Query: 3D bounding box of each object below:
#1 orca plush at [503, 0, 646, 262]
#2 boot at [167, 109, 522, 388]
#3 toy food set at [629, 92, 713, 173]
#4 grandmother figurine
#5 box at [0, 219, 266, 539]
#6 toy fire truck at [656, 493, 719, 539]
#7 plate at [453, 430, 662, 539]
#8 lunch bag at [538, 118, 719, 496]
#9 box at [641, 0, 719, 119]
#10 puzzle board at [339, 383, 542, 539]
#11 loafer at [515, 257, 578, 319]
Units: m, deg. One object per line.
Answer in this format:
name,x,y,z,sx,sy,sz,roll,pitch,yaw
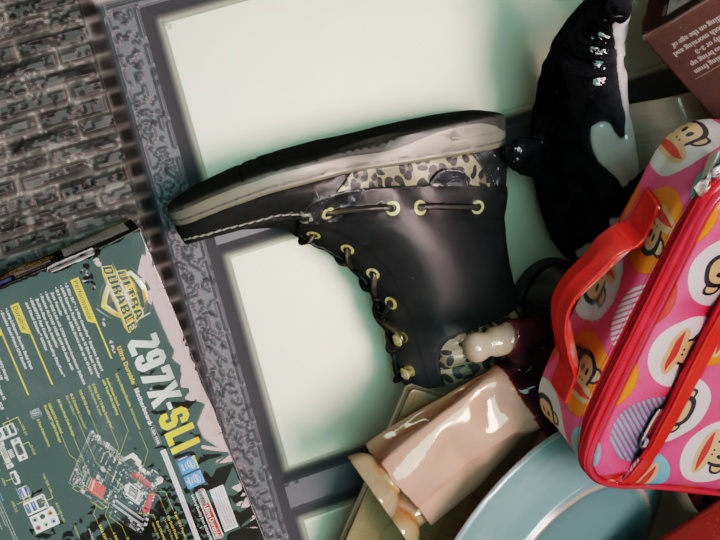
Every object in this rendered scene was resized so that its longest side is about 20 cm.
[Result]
orca plush,0.120,-0.074,0.889,0.071,0.201,0.106,-24,60,-20
boot,0.001,0.000,0.908,0.202,0.073,0.155,-15,103,-10
toy food set,0.258,-0.050,0.957,0.198,0.060,0.145,-15,97,-24
grandmother figurine,0.089,0.069,0.889,0.199,0.061,0.122,-36,142,-5
box,-0.163,0.095,0.891,0.159,0.049,0.202,-24,102,-12
toy fire truck,0.221,0.196,0.956,0.167,0.113,0.200,-35,143,15
plate,0.117,0.176,0.925,0.199,0.026,0.202,-26,132,-31
lunch bag,0.182,0.021,0.822,0.175,0.082,0.201,8,118,-26
box,0.257,-0.101,0.857,0.200,0.100,0.075,45,43,-19
puzzle board,0.055,0.178,0.953,0.150,0.017,0.201,18,103,-21
loafer,0.177,0.070,0.963,0.200,0.063,0.072,39,85,-15
